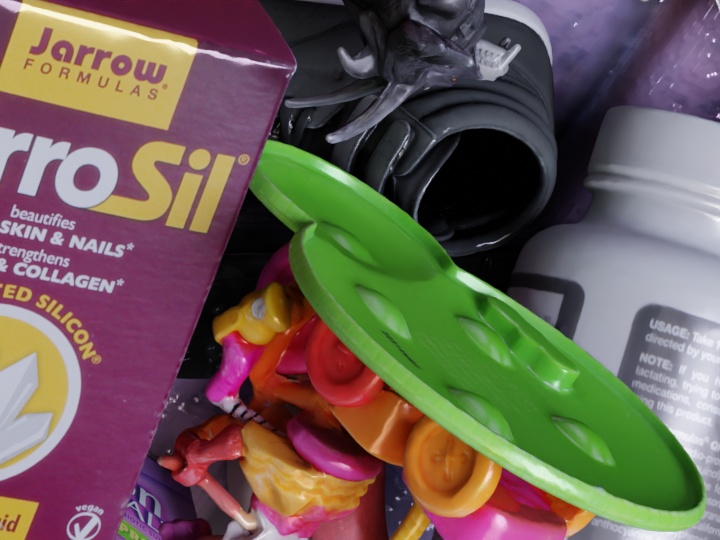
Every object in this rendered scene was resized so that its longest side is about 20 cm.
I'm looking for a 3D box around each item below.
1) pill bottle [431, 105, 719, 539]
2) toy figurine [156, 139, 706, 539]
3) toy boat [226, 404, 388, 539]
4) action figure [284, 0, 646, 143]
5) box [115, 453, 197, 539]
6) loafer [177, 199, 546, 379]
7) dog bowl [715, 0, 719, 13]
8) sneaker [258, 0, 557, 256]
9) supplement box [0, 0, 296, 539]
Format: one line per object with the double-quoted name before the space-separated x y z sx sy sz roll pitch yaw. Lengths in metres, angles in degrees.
"pill bottle" 0.095 0.050 0.995 0.110 0.111 0.201 19 85 -23
"toy figurine" -0.019 0.086 0.915 0.150 0.200 0.184 16 113 -49
"toy boat" 0.032 0.125 1.086 0.130 0.131 0.200 -26 94 -1
"action figure" 0.057 -0.123 0.953 0.102 0.119 0.200 24 101 -24
"box" -0.141 0.166 1.052 0.176 0.200 0.097 -42 122 14
"loafer" 0.000 0.000 1.059 0.200 0.070 0.068 0 126 -28
"dog bowl" 0.201 -0.145 0.971 0.200 0.059 0.200 -17 154 -8
"sneaker" -0.022 -0.049 1.004 0.199 0.099 0.071 -4 124 -9
"supplement box" -0.121 -0.011 0.928 0.131 0.103 0.200 12 112 -25
